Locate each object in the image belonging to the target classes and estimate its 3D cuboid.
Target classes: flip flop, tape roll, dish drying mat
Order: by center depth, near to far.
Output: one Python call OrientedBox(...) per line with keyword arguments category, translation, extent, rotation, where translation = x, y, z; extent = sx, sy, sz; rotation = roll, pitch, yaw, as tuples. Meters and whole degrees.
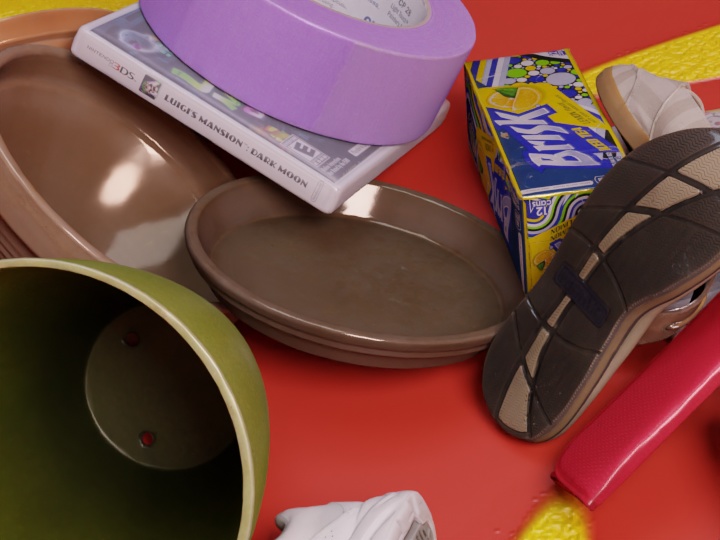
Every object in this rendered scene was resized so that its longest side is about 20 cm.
OrientedBox(category="dish drying mat", translation=(0.170, 0.036, 0.900), extent=(0.200, 0.018, 0.077), rotation=(-44, 7, -3))
OrientedBox(category="flip flop", translation=(0.138, 0.009, 0.931), extent=(0.058, 0.200, 0.081), rotation=(10, 35, -44))
OrientedBox(category="tape roll", translation=(-0.032, -0.160, 1.134), extent=(0.200, 0.066, 0.200), rotation=(22, 27, -12))

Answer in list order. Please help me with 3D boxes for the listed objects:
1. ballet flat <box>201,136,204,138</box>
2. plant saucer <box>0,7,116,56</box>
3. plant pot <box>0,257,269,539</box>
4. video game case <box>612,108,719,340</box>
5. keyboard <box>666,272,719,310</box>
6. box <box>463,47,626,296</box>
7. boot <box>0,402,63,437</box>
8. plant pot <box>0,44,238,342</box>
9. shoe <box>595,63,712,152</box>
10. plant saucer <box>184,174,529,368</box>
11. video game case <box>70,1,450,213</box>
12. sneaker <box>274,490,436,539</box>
OrientedBox(category="ballet flat", translation=(-0.095, -0.123, 1.229), extent=(0.200, 0.073, 0.073), rotation=(24, 48, 37))
OrientedBox(category="plant saucer", translation=(-0.226, -0.103, 1.163), extent=(0.200, 0.200, 0.032), rotation=(-20, 79, -13))
OrientedBox(category="plant pot", translation=(-0.117, 0.075, 0.879), extent=(0.187, 0.187, 0.200), rotation=(-2, 7, 11))
OrientedBox(category="video game case", translation=(0.250, -0.038, 1.068), extent=(0.182, 0.023, 0.200), rotation=(-9, 36, 2))
OrientedBox(category="keyboard", translation=(0.192, 0.002, 0.979), extent=(0.200, 0.011, 0.056), rotation=(-18, 20, 28))
OrientedBox(category="box", translation=(0.109, -0.062, 1.076), extent=(0.070, 0.064, 0.200), rotation=(-8, 28, -2))
OrientedBox(category="boot", translation=(-0.233, 0.069, 0.990), extent=(0.155, 0.077, 0.200), rotation=(-4, 42, 19))
OrientedBox(category="plant pot", translation=(-0.157, -0.027, 1.060), extent=(0.093, 0.201, 0.201), rotation=(-44, 28, 25))
OrientedBox(category="shoe", translation=(0.180, -0.063, 1.030), extent=(0.053, 0.070, 0.200), rotation=(-27, 33, 8))
OrientedBox(category="plant saucer", translation=(0.000, 0.000, 1.025), extent=(0.200, 0.030, 0.200), rotation=(9, 26, -5))
OrientedBox(category="video game case", translation=(-0.054, -0.118, 1.135), extent=(0.182, 0.023, 0.200), rotation=(32, 28, 9))
OrientedBox(category="sneaker", translation=(-0.037, 0.177, 0.824), extent=(0.099, 0.078, 0.200), rotation=(-2, 30, 26))
